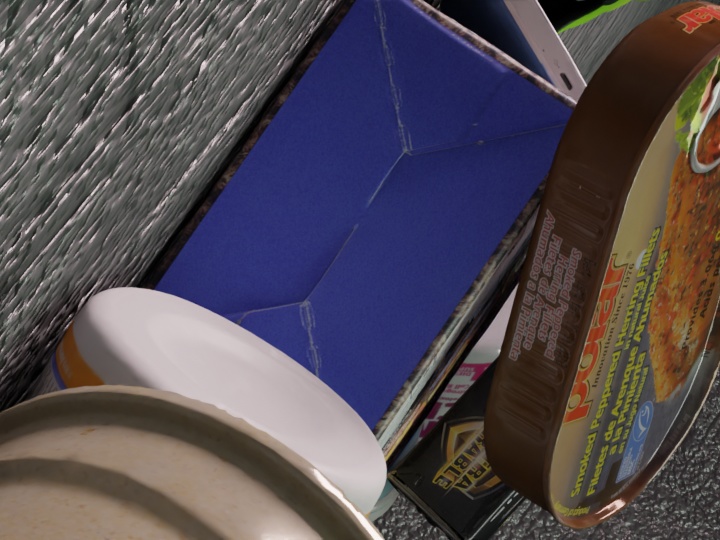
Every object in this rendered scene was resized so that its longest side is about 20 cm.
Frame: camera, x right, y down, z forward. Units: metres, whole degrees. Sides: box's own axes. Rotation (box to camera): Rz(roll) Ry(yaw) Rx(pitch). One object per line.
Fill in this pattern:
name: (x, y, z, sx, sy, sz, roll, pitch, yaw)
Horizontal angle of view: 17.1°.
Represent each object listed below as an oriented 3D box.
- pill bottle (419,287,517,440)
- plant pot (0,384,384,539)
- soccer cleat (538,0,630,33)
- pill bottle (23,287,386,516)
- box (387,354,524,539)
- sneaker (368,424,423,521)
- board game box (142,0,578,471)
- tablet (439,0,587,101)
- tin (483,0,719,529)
pill bottle: (0.036, 0.041, 1.341, 0.113, 0.113, 0.200, -52, 173, -31)
plant pot: (-0.098, 0.148, 0.595, 0.183, 0.200, 0.201, -23, 149, -59)
soccer cleat: (0.134, -0.180, 1.193, 0.081, 0.068, 0.200, -39, 168, -24)
pill bottle: (-0.087, 0.115, 0.763, 0.200, 0.112, 0.112, -58, 174, 13)
box: (0.097, 0.034, 1.026, 0.200, 0.050, 0.199, -48, 174, -3)
sneaker: (0.012, 0.009, 1.077, 0.200, 0.079, 0.131, -80, -167, -48)
board game box: (0.000, 0.000, 0.909, 0.160, 0.097, 0.200, -55, 174, -7)
tablet: (0.068, -0.070, 0.972, 0.014, 0.130, 0.200, -29, 172, -3)
tin: (0.099, -0.001, 0.852, 0.112, 0.042, 0.200, -23, 134, -51)
